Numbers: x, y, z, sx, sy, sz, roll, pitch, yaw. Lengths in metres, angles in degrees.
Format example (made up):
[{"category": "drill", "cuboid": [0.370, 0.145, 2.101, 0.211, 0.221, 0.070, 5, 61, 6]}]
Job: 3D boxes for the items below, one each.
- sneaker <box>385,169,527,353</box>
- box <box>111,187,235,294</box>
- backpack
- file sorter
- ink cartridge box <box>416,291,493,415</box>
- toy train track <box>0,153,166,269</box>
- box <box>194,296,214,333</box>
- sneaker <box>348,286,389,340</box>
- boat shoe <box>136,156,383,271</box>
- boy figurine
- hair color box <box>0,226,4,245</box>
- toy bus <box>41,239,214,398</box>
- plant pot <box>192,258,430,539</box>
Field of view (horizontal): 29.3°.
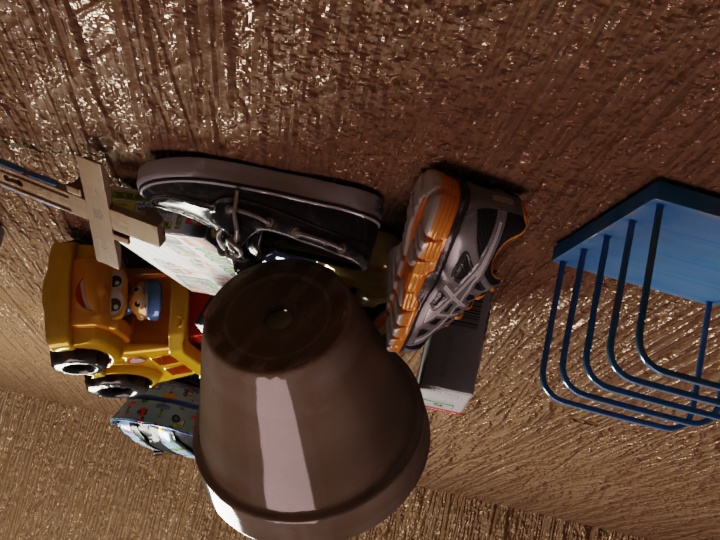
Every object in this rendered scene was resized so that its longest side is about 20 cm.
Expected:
[{"category": "sneaker", "cuboid": [0.063, 0.004, 1.015, 0.077, 0.079, 0.200, 4, 150, -11]}, {"category": "box", "cuboid": [-0.141, -0.019, 1.230, 0.109, 0.035, 0.200, 7, 165, 20]}, {"category": "backpack", "cuboid": [-0.282, 0.217, 2.126, 0.181, 0.136, 0.200, 7, 166, 24]}, {"category": "file sorter", "cuboid": [0.221, 0.036, 0.966, 0.138, 0.124, 0.200, 15, 167, -8]}, {"category": "ink cartridge box", "cuboid": [0.083, 0.072, 1.266, 0.050, 0.110, 0.200, 12, 167, 3]}, {"category": "toy train track", "cuboid": [-0.239, -0.069, 1.122, 0.199, 0.033, 0.115, 21, 139, 18]}, {"category": "box", "cuboid": [-0.063, 0.106, 1.310, 0.109, 0.035, 0.201, 3, 139, 37]}, {"category": "sneaker", "cuboid": [0.006, 0.033, 1.307, 0.090, 0.070, 0.200, 47, 180, 3]}, {"category": "boat shoe", "cuboid": [-0.083, -0.038, 1.062, 0.198, 0.069, 0.074, 11, 166, 7]}, {"category": "boy figurine", "cuboid": [0.000, 0.000, 1.150, 0.198, 0.065, 0.124, 10, 157, 22]}, {"category": "hair color box", "cuboid": [-0.443, 0.035, 1.406, 0.098, 0.202, 0.061, 11, 166, 5]}, {"category": "toy bus", "cuboid": [-0.212, 0.047, 1.429, 0.190, 0.137, 0.200, -5, 159, 14]}, {"category": "plant pot", "cuboid": [-0.052, 0.091, 1.103, 0.198, 0.201, 0.174, 8, 140, 19]}]
